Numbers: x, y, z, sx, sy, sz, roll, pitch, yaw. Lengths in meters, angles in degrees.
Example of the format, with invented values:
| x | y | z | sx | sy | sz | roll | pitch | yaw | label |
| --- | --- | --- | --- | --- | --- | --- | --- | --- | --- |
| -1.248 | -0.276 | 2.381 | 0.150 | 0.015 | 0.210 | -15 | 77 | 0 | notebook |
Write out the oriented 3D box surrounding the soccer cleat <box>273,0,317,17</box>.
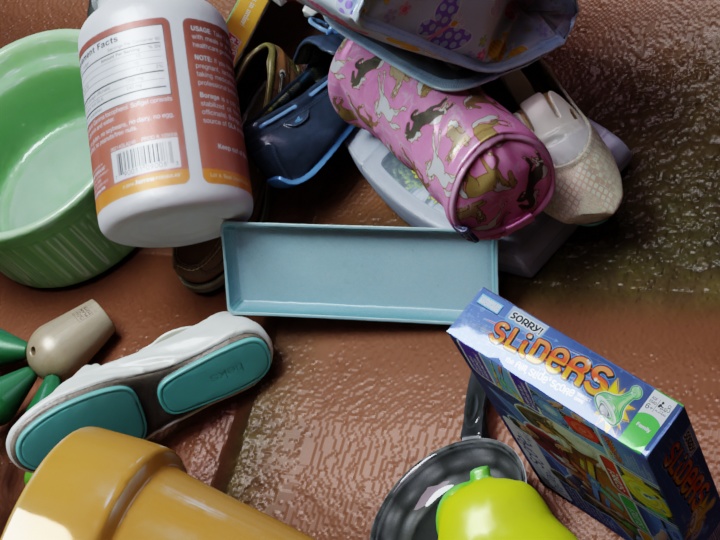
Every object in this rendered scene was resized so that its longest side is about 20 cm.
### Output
| x | y | z | sx | sy | sz | roll | pitch | yaw | label |
| --- | --- | --- | --- | --- | --- | --- | --- | --- | --- |
| -0.072 | -0.274 | 1.124 | 0.200 | 0.069 | 0.085 | 39 | 77 | 22 | soccer cleat |

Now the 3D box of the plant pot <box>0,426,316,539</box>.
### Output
| x | y | z | sx | sy | sz | roll | pitch | yaw | label |
| --- | --- | --- | --- | --- | --- | --- | --- | --- | --- |
| -0.103 | 0.212 | 0.869 | 0.181 | 0.201 | 0.202 | 11 | 64 | 13 | plant pot |

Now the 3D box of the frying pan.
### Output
| x | y | z | sx | sy | sz | roll | pitch | yaw | label |
| --- | --- | --- | --- | --- | --- | --- | --- | --- | --- |
| 0.055 | 0.133 | 0.934 | 0.114 | 0.031 | 0.191 | -29 | 31 | 17 | frying pan |

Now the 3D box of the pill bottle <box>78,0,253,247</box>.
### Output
| x | y | z | sx | sy | sz | roll | pitch | yaw | label |
| --- | --- | --- | --- | --- | --- | --- | --- | --- | --- |
| -0.143 | -0.127 | 1.046 | 0.111 | 0.112 | 0.202 | -13 | 76 | 16 | pill bottle |

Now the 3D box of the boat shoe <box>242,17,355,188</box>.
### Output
| x | y | z | sx | sy | sz | roll | pitch | yaw | label |
| --- | --- | --- | --- | --- | --- | --- | --- | --- | --- |
| -0.017 | -0.153 | 1.101 | 0.084 | 0.069 | 0.201 | -16 | 35 | 51 | boat shoe |

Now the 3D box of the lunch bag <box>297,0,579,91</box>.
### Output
| x | y | z | sx | sy | sz | roll | pitch | yaw | label |
| --- | --- | --- | --- | --- | --- | --- | --- | --- | --- |
| 0.029 | -0.200 | 0.947 | 0.169 | 0.199 | 0.128 | 34 | 105 | 39 | lunch bag |

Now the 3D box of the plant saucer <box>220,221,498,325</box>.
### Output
| x | y | z | sx | sy | sz | roll | pitch | yaw | label |
| --- | --- | --- | --- | --- | --- | --- | --- | --- | --- |
| 0.000 | 0.000 | 1.012 | 0.198 | 0.071 | 0.019 | 2 | 19 | 14 | plant saucer |

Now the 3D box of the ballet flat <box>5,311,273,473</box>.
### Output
| x | y | z | sx | sy | sz | roll | pitch | yaw | label |
| --- | --- | --- | --- | --- | --- | --- | --- | --- | --- |
| -0.158 | 0.083 | 1.026 | 0.198 | 0.070 | 0.070 | -23 | 50 | -17 | ballet flat |

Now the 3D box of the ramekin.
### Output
| x | y | z | sx | sy | sz | roll | pitch | yaw | label |
| --- | --- | --- | --- | --- | --- | --- | --- | --- | --- |
| -0.247 | -0.085 | 1.167 | 0.198 | 0.098 | 0.202 | -11 | 56 | 17 | ramekin |

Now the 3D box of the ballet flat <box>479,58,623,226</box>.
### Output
| x | y | z | sx | sy | sz | roll | pitch | yaw | label |
| --- | --- | --- | --- | --- | --- | --- | --- | --- | --- |
| 0.113 | -0.112 | 1.001 | 0.067 | 0.062 | 0.201 | -32 | 53 | 2 | ballet flat |

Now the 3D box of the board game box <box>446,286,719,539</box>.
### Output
| x | y | z | sx | sy | sz | roll | pitch | yaw | label |
| --- | --- | --- | --- | --- | --- | --- | --- | --- | --- |
| 0.135 | 0.100 | 0.813 | 0.135 | 0.200 | 0.035 | 32 | 75 | 35 | board game box |

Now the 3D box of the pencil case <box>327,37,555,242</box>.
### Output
| x | y | z | sx | sy | sz | roll | pitch | yaw | label |
| --- | --- | --- | --- | --- | --- | --- | --- | --- | --- |
| 0.050 | -0.098 | 0.990 | 0.200 | 0.082 | 0.087 | 49 | 123 | 47 | pencil case |

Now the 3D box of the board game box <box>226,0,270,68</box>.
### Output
| x | y | z | sx | sy | sz | roll | pitch | yaw | label |
| --- | --- | --- | --- | --- | --- | --- | --- | --- | --- |
| -0.098 | -0.200 | 1.180 | 0.030 | 0.096 | 0.201 | 30 | 68 | -8 | board game box |

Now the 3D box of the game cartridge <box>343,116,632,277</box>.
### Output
| x | y | z | sx | sy | sz | roll | pitch | yaw | label |
| --- | --- | --- | --- | --- | --- | --- | --- | --- | --- |
| 0.082 | -0.083 | 1.058 | 0.133 | 0.041 | 0.200 | -49 | 53 | -6 | game cartridge |

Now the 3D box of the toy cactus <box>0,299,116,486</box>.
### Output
| x | y | z | sx | sy | sz | roll | pitch | yaw | label |
| --- | --- | --- | --- | --- | --- | --- | --- | --- | --- |
| -0.261 | 0.077 | 1.086 | 0.165 | 0.103 | 0.200 | -40 | 43 | -16 | toy cactus |

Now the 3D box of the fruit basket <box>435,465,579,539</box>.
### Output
| x | y | z | sx | sy | sz | roll | pitch | yaw | label |
| --- | --- | --- | --- | --- | --- | --- | --- | --- | --- |
| 0.088 | 0.214 | 0.759 | 0.156 | 0.216 | 0.215 | -47 | 53 | -10 | fruit basket |

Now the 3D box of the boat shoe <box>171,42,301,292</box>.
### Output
| x | y | z | sx | sy | sz | roll | pitch | yaw | label |
| --- | --- | --- | --- | --- | --- | --- | --- | --- | --- |
| -0.102 | -0.083 | 1.119 | 0.071 | 0.068 | 0.202 | 8 | 64 | 27 | boat shoe |

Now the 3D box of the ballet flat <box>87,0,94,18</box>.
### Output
| x | y | z | sx | sy | sz | roll | pitch | yaw | label |
| --- | --- | --- | --- | --- | --- | --- | --- | --- | --- |
| -0.158 | -0.276 | 1.271 | 0.199 | 0.068 | 0.069 | -30 | 43 | 3 | ballet flat |
